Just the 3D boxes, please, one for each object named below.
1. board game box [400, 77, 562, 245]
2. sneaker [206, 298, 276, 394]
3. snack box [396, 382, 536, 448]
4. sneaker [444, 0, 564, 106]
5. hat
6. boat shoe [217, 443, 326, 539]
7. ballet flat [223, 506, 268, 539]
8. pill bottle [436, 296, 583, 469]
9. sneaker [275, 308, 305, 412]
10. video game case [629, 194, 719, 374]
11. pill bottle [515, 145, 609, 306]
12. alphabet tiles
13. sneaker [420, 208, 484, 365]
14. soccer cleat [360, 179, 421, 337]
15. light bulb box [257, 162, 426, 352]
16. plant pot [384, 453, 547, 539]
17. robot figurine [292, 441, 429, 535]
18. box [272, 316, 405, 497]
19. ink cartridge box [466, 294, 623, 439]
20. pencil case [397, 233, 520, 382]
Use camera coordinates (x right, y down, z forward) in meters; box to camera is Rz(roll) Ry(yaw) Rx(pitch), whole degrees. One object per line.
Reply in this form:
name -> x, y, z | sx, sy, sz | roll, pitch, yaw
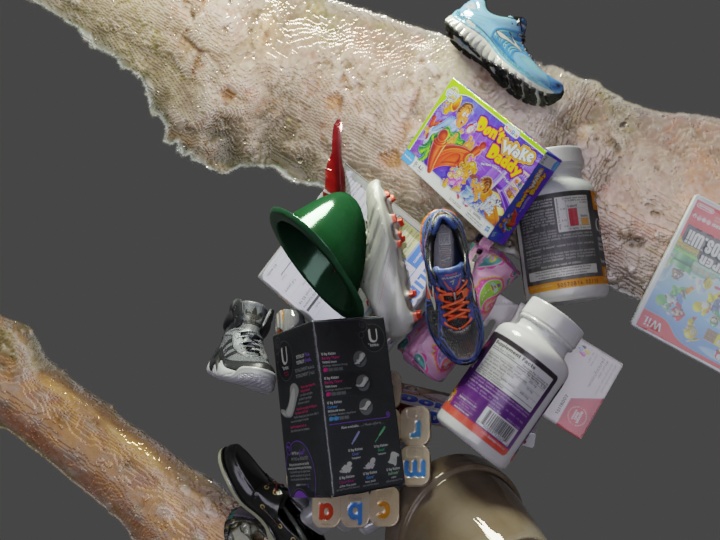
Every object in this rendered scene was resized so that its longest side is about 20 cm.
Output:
board game box -> 0.158, -0.150, 1.289 | 0.200, 0.044, 0.136 | 46, 110, 37
sneaker -> -0.154, 0.099, 1.301 | 0.074, 0.199, 0.116 | 19, 83, -21
snack box -> 0.142, 0.197, 1.304 | 0.196, 0.072, 0.025 | 12, 106, 9
sneaker -> 0.214, -0.315, 1.341 | 0.200, 0.078, 0.090 | 43, 88, 9
hat -> -0.004, -0.070, 1.199 | 0.176, 0.165, 0.201 | -41, 103, -17
boat shoe -> -0.122, 0.320, 1.325 | 0.063, 0.074, 0.203 | -38, 87, 22
ballet flat -> -0.130, 0.423, 1.324 | 0.071, 0.072, 0.202 | -35, 82, 3
pill bottle -> 0.195, 0.139, 1.212 | 0.111, 0.111, 0.201 | 36, 86, 9
sneaker -> -0.077, 0.121, 1.299 | 0.075, 0.202, 0.079 | -2, 51, -2
video game case -> 0.476, 0.018, 1.303 | 0.141, 0.017, 0.203 | 28, 89, 9
pill bottle -> 0.266, -0.058, 1.289 | 0.114, 0.116, 0.205 | -7, 84, 7
alphabet tiles -> -0.003, 0.232, 1.241 | 0.196, 0.015, 0.200 | -6, 68, 17
sneaker -> 0.110, 0.019, 1.199 | 0.074, 0.078, 0.205 | -13, 83, 3
soccer cleat -> 0.023, -0.014, 1.219 | 0.076, 0.069, 0.205 | -12, 84, 12
light bulb box -> 0.000, 0.000, 1.316 | 0.199, 0.125, 0.199 | 39, 90, 9
plant pot -> 0.152, 0.354, 1.197 | 0.196, 0.173, 0.205 | -4, 100, -23
robot figurine -> 0.001, 0.273, 1.297 | 0.198, 0.113, 0.171 | -35, 54, 4
box -> -0.029, 0.167, 1.159 | 0.104, 0.122, 0.205 | -2, 80, -31
ink cartridge box -> 0.240, 0.125, 1.300 | 0.198, 0.067, 0.118 | 31, 89, 10
pencil case -> 0.134, 0.053, 1.310 | 0.087, 0.087, 0.202 | 36, 94, 9
